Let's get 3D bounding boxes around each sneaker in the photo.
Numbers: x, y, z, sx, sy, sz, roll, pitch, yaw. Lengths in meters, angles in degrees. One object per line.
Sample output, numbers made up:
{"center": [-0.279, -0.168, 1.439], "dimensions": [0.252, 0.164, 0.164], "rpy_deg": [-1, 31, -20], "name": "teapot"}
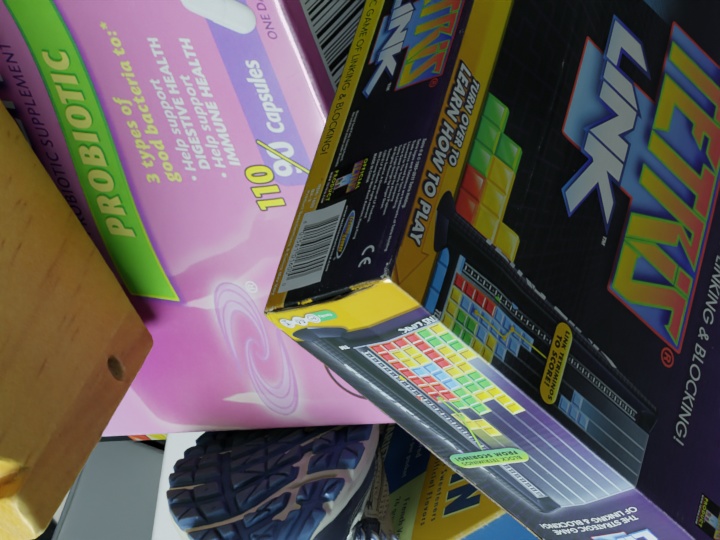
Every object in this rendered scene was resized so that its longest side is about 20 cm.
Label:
{"center": [-0.016, 0.085, 1.005], "dimensions": [0.077, 0.200, 0.085], "rpy_deg": [-19, 104, 8], "name": "sneaker"}

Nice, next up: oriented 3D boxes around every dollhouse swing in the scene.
{"center": [-0.201, -0.004, 0.913], "dimensions": [0.176, 0.182, 0.200], "rpy_deg": [-24, 109, 23], "name": "dollhouse swing"}

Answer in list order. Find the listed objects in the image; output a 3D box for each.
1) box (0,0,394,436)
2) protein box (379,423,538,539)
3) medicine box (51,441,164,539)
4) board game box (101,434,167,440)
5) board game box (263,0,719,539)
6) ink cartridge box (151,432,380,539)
{"center": [-0.062, -0.041, 0.971], "dimensions": [0.200, 0.097, 0.176], "rpy_deg": [-4, 120, 34], "name": "box"}
{"center": [0.136, 0.090, 1.062], "dimensions": [0.198, 0.135, 0.200], "rpy_deg": [34, 138, -19], "name": "protein box"}
{"center": [-0.078, 0.189, 1.401], "dimensions": [0.182, 0.103, 0.200], "rpy_deg": [21, 149, -3], "name": "medicine box"}
{"center": [-0.171, -0.001, 1.178], "dimensions": [0.165, 0.057, 0.200], "rpy_deg": [-6, 141, 34], "name": "board game box"}
{"center": [0.067, -0.028, 0.879], "dimensions": [0.057, 0.200, 0.165], "rpy_deg": [-17, 135, 43], "name": "board game box"}
{"center": [-0.025, 0.150, 1.194], "dimensions": [0.084, 0.145, 0.200], "rpy_deg": [4, 167, 15], "name": "ink cartridge box"}
